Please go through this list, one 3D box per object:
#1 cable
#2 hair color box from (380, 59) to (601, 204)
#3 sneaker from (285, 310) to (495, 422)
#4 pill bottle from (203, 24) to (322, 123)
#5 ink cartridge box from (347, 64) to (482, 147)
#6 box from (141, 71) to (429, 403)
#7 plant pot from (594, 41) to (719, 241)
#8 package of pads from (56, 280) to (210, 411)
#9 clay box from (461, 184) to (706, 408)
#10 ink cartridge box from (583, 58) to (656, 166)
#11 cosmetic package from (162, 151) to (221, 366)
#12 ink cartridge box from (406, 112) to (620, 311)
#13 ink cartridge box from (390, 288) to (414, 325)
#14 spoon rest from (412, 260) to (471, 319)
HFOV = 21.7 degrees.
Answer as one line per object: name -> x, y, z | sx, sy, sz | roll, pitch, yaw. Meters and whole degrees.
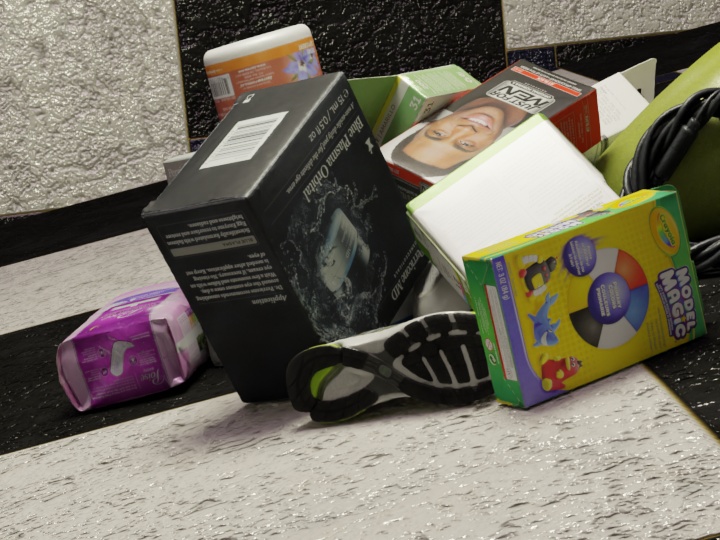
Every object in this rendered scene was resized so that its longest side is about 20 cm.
cable -> 0.307, -0.081, 1.647 | 0.198, 0.165, 0.051 | -17, -18, 25
hair color box -> 0.117, -0.113, 1.722 | 0.199, 0.062, 0.101 | -34, 41, -29
sneaker -> 0.043, 0.066, 1.460 | 0.198, 0.075, 0.081 | -8, 8, 25
pill bottle -> -0.077, -0.133, 1.862 | 0.111, 0.202, 0.112 | -15, 9, 2
ink cartridge box -> 0.019, -0.114, 1.750 | 0.048, 0.146, 0.199 | 39, 30, 23
box -> -0.056, -0.028, 1.596 | 0.116, 0.201, 0.197 | -8, 32, 33
plant pot -> 0.326, -0.109, 1.757 | 0.199, 0.188, 0.187 | -28, 8, 9
package of pads -> -0.205, 0.066, 1.806 | 0.119, 0.076, 0.200 | -15, 10, 13
clay box -> 0.180, 0.015, 1.406 | 0.198, 0.116, 0.047 | -20, 12, -24
ink cartridge box -> 0.224, -0.113, 1.850 | 0.199, 0.116, 0.068 | -27, 56, -14
cosmetic package -> -0.103, -0.022, 1.767 | 0.106, 0.202, 0.090 | -10, 9, 44
ink cartridge box -> 0.153, -0.014, 1.569 | 0.147, 0.076, 0.200 | -34, 55, -7
ink cartridge box -> 0.000, 0.000, 1.839 | 0.144, 0.085, 0.199 | -23, 12, -41
spoon rest -> 0.089, -0.011, 1.704 | 0.099, 0.060, 0.201 | -43, 24, 31
